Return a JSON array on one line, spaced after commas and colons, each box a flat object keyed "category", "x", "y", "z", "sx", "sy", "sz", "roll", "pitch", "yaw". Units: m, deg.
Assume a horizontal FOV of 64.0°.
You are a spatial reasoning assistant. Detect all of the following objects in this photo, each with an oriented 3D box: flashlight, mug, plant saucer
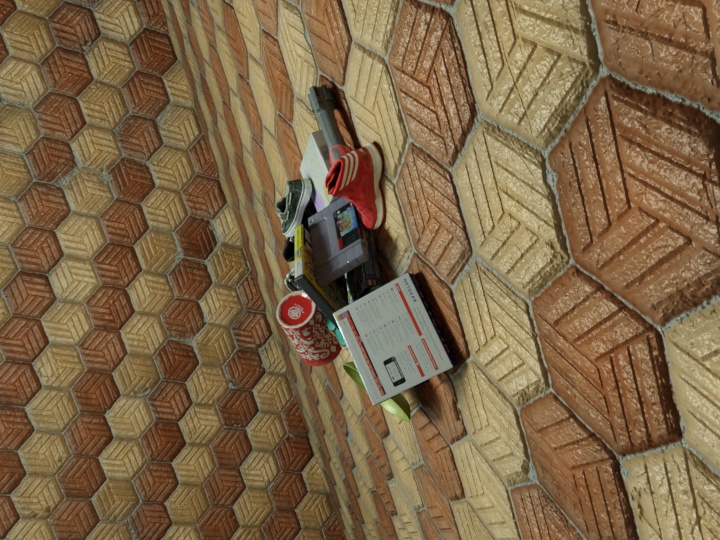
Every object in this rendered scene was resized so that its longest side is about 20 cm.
[{"category": "flashlight", "x": -0.051, "y": -0.284, "z": 1.201, "sx": 0.068, "sy": 0.067, "sz": 0.202, "roll": 135, "pitch": 118, "yaw": -69}, {"category": "mug", "x": -0.155, "y": 0.148, "z": 1.518, "sx": 0.200, "sy": 0.176, "sz": 0.134, "roll": 64, "pitch": -142, "yaw": -54}, {"category": "plant saucer", "x": 0.043, "y": 0.271, "z": 1.322, "sx": 0.200, "sy": 0.031, "sz": 0.200, "roll": 38, "pitch": 163, "yaw": 14}]

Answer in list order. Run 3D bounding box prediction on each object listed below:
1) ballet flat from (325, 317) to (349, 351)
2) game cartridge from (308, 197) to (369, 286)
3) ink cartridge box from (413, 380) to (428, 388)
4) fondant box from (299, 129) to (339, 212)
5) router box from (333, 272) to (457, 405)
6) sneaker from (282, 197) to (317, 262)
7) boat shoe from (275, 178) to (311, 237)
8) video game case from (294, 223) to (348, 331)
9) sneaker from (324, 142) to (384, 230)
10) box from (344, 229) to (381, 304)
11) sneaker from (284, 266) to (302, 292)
[{"category": "ballet flat", "x": -0.036, "y": 0.144, "z": 1.416, "sx": 0.067, "sy": 0.068, "sz": 0.200, "roll": 35, "pitch": -167, "yaw": -28}, {"category": "game cartridge", "x": -0.050, "y": -0.074, "z": 1.248, "sx": 0.038, "sy": 0.129, "sz": 0.201, "roll": 37, "pitch": -151, "yaw": -39}, {"category": "ink cartridge box", "x": 0.094, "y": 0.140, "z": 1.196, "sx": 0.095, "sy": 0.037, "sz": 0.201, "roll": 4, "pitch": -119, "yaw": -65}, {"category": "fondant box", "x": -0.080, "y": -0.223, "z": 1.355, "sx": 0.145, "sy": 0.058, "sz": 0.200, "roll": 67, "pitch": 163, "yaw": 8}, {"category": "router box", "x": 0.066, "y": 0.135, "z": 1.129, "sx": 0.201, "sy": 0.179, "sz": 0.049, "roll": 66, "pitch": -163, "yaw": 13}, {"category": "sneaker", "x": -0.152, "y": -0.108, "z": 1.546, "sx": 0.088, "sy": 0.075, "sz": 0.201, "roll": -65, "pitch": 0, "yaw": -62}, {"category": "boat shoe", "x": -0.179, "y": -0.161, "z": 1.442, "sx": 0.201, "sy": 0.070, "sz": 0.073, "roll": 117, "pitch": 150, "yaw": -48}, {"category": "video game case", "x": -0.084, "y": 0.020, "z": 1.281, "sx": 0.200, "sy": 0.025, "sz": 0.182, "roll": 53, "pitch": -161, "yaw": -37}, {"category": "sneaker", "x": -0.018, "y": -0.153, "z": 1.150, "sx": 0.078, "sy": 0.115, "sz": 0.201, "roll": 51, "pitch": 154, "yaw": 44}, {"category": "box", "x": 0.000, "y": 0.000, "z": 1.338, "sx": 0.200, "sy": 0.039, "sz": 0.138, "roll": 121, "pitch": 143, "yaw": -68}, {"category": "sneaker", "x": -0.113, "y": -0.027, "z": 1.494, "sx": 0.075, "sy": 0.200, "sz": 0.081, "roll": 49, "pitch": -167, "yaw": -10}]
